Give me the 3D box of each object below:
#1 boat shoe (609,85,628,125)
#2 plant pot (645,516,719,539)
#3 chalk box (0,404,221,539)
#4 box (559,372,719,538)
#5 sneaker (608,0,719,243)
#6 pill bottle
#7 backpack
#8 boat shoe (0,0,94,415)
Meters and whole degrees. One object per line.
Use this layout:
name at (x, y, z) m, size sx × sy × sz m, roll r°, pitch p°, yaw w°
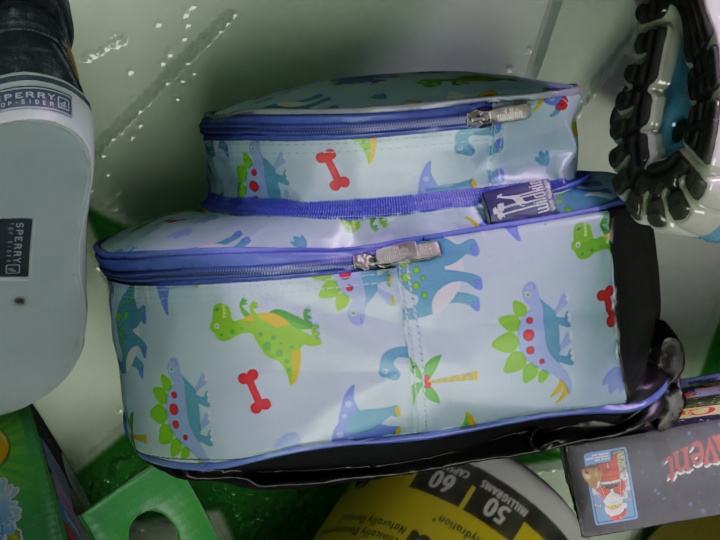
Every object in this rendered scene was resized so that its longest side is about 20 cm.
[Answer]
boat shoe at (0.186, -0.030, 1.129) m, size 0.200 × 0.072 × 0.065 m, roll 36°, pitch 109°, yaw -25°
plant pot at (0.175, 0.236, 1.195) m, size 0.200 × 0.195 × 0.195 m, roll -39°, pitch 120°, yaw 20°
chalk box at (-0.151, 0.148, 1.095) m, size 0.199 × 0.124 × 0.125 m, roll -26°, pitch 120°, yaw 0°
box at (0.179, 0.061, 1.077) m, size 0.199 × 0.137 × 0.038 m, roll -10°, pitch 93°, yaw 2°
sneaker at (0.147, -0.098, 0.991) m, size 0.090 × 0.078 × 0.201 m, roll 20°, pitch 71°, yaw -30°
pill bottle at (0.005, 0.171, 1.102) m, size 0.111 × 0.111 × 0.200 m, roll 53°, pitch 56°, yaw -29°
backpack at (0.000, 0.000, 1.034) m, size 0.199 × 0.183 × 0.148 m, roll -11°, pitch 96°, yaw -12°
boat shoe at (-0.138, -0.030, 1.047) m, size 0.070 × 0.091 × 0.201 m, roll 3°, pitch 142°, yaw -15°
